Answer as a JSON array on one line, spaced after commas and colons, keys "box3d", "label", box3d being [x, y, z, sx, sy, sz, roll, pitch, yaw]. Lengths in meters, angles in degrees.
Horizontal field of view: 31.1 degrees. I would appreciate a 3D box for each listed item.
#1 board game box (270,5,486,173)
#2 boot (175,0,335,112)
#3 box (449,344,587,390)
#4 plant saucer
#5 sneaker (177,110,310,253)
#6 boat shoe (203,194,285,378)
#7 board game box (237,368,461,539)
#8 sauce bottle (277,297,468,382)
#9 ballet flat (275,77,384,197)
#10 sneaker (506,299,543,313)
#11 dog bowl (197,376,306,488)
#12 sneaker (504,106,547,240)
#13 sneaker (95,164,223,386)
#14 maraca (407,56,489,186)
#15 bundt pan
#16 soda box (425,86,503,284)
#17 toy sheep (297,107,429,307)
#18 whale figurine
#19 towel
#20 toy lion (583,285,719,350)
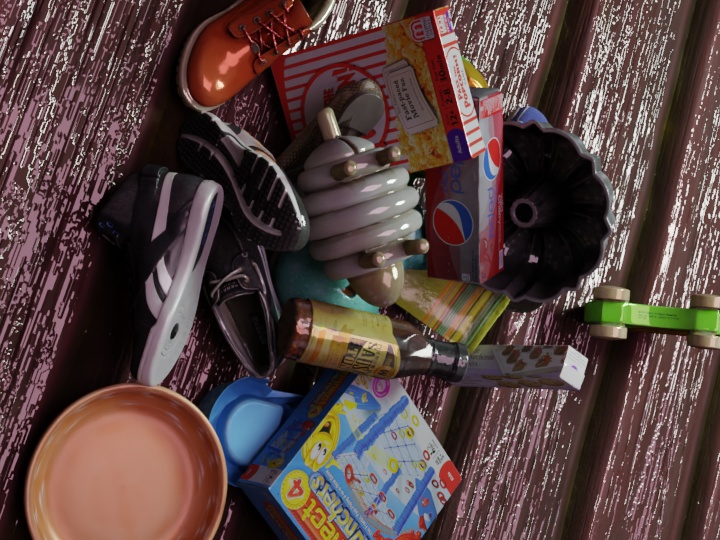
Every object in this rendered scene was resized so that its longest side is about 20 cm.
[{"box3d": [0.016, -0.172, 1.341, 0.046, 0.197, 0.154, -33, 109, -59], "label": "board game box"}, {"box3d": [-0.103, -0.239, 1.307, 0.201, 0.106, 0.075, -52, 122, -25], "label": "boot"}, {"box3d": [0.169, 0.110, 1.475, 0.041, 0.198, 0.039, 34, 67, -34], "label": "box"}, {"box3d": [-0.224, 0.207, 1.233, 0.197, 0.037, 0.204, -1, 92, -28], "label": "plant saucer"}, {"box3d": [-0.099, -0.088, 1.268, 0.079, 0.200, 0.074, 12, 120, -48], "label": "sneaker"}, {"box3d": [-0.121, 0.014, 1.296, 0.071, 0.071, 0.202, -23, 105, 9], "label": "boat shoe"}, {"box3d": [-0.005, 0.221, 1.360, 0.196, 0.055, 0.201, -50, 121, -30], "label": "board game box"}, {"box3d": [0.015, 0.075, 1.307, 0.197, 0.066, 0.067, 12, 83, -19], "label": "sauce bottle"}, {"box3d": [-0.048, -0.123, 1.329, 0.067, 0.200, 0.047, 19, 35, -38], "label": "ballet flat"}, {"box3d": [0.130, -0.012, 1.542, 0.198, 0.073, 0.086, 20, 43, -30], "label": "sneaker"}, {"box3d": [-0.091, 0.176, 1.357, 0.198, 0.049, 0.113, 20, 78, -38], "label": "dog bowl"}, {"box3d": [0.219, -0.116, 1.540, 0.080, 0.115, 0.201, 36, 50, -26], "label": "sneaker"}, {"box3d": [-0.209, 0.000, 1.233, 0.073, 0.110, 0.203, 33, 74, -78], "label": "sneaker"}, {"box3d": [0.075, -0.165, 1.453, 0.199, 0.106, 0.139, -35, 112, -33], "label": "maraca"}, {"box3d": [0.194, -0.071, 1.430, 0.076, 0.199, 0.205, -25, 107, -57], "label": "bundt pan"}, {"box3d": [0.111, -0.092, 1.385, 0.063, 0.069, 0.203, -26, 119, -54], "label": "soda box"}, {"box3d": [-0.002, -0.062, 1.265, 0.137, 0.137, 0.203, -16, 94, -38], "label": "toy sheep"}, {"box3d": [0.000, 0.000, 1.376, 0.198, 0.103, 0.161, -24, 106, -21], "label": "whale figurine"}, {"box3d": [0.073, 0.010, 1.460, 0.199, 0.018, 0.087, 34, 90, -17], "label": "towel"}, {"box3d": [0.387, 0.065, 1.692, 0.197, 0.192, 0.070, 5, 86, 1], "label": "toy lion"}]
